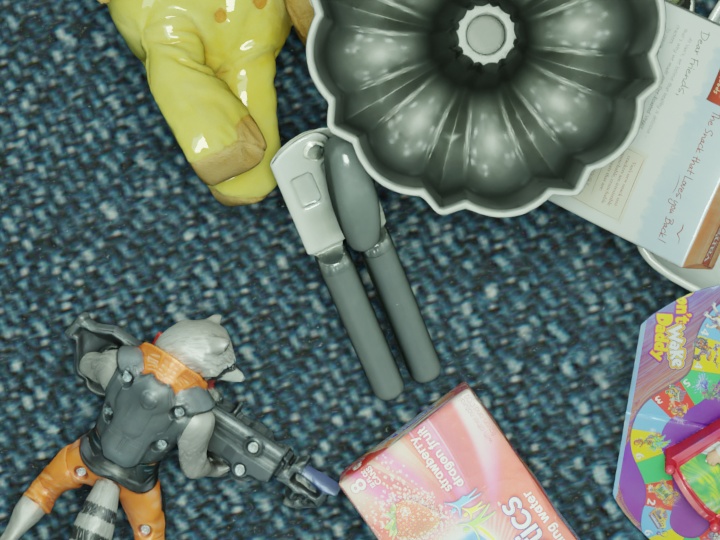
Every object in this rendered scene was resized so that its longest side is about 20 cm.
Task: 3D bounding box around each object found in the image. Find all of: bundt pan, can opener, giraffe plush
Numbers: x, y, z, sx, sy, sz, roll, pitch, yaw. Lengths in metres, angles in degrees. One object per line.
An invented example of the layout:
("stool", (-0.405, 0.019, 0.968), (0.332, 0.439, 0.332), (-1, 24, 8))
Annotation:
("bundt pan", (0.068, -0.131, 1.207), (0.200, 0.076, 0.204), (0, 93, -1))
("can opener", (0.000, 0.000, 1.287), (0.052, 0.067, 0.201), (-23, 128, -2))
("giraffe plush", (-0.060, -0.160, 1.279), (0.161, 0.173, 0.201), (-30, 104, 1))

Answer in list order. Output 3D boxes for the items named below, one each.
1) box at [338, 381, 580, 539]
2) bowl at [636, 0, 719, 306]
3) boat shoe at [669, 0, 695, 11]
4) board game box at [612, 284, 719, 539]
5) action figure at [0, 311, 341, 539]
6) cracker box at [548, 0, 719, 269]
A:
("box", (0.082, 0.178, 1.311), (0.102, 0.095, 0.201), (-35, 89, 1))
("bowl", (0.277, -0.063, 1.317), (0.199, 0.075, 0.201), (22, 93, 0))
("boat shoe", (0.169, -0.161, 1.328), (0.073, 0.065, 0.202), (2, 90, 1))
("board game box", (0.237, 0.106, 1.297), (0.157, 0.039, 0.202), (10, 113, 6))
("action figure", (-0.117, 0.122, 1.315), (0.199, 0.105, 0.195), (25, 99, 3))
("cracker box", (0.144, -0.102, 1.273), (0.199, 0.058, 0.135), (29, 102, 28))
